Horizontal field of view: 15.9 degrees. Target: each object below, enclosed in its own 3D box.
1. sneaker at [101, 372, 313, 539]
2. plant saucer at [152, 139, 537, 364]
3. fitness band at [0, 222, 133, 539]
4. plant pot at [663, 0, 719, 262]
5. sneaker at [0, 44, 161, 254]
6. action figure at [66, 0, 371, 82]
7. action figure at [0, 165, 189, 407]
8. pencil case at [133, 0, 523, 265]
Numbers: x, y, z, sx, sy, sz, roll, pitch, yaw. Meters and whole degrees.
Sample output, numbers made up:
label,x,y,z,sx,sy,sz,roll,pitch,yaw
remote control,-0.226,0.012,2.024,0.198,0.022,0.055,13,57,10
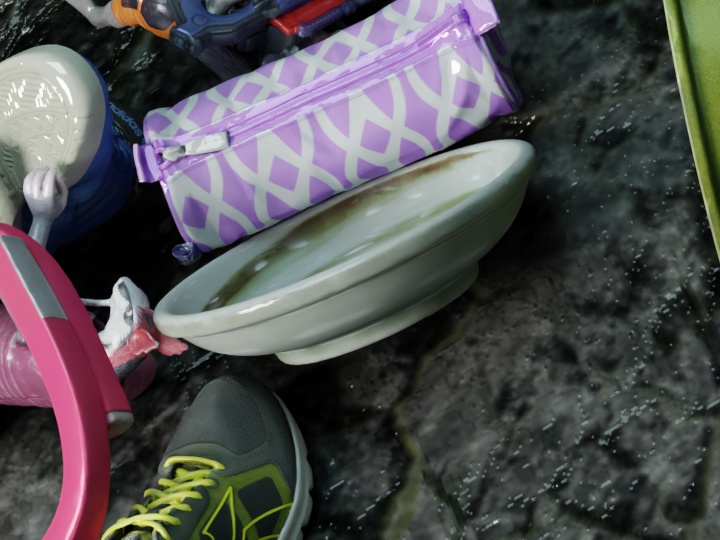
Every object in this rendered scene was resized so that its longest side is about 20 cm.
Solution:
label,x,y,z,sx,sy,sz,roll,pitch,yaw
sneaker,-0.079,0.128,1.198,0.074,0.085,0.200,-8,54,29
plant saucer,0.000,0.000,1.235,0.200,0.050,0.200,-24,11,5
fitness band,-0.182,0.067,1.233,0.144,0.037,0.200,-42,61,27
plant pot,0.239,-0.088,1.088,0.193,0.200,0.201,-11,50,13
sneaker,-0.147,-0.071,1.353,0.111,0.200,0.077,-33,76,-33
action figure,-0.042,-0.148,1.418,0.200,0.105,0.193,-25,42,-28
action figure,-0.176,0.042,1.301,0.200,0.134,0.149,1,56,41
pencil case,-0.017,-0.081,1.300,0.200,0.086,0.084,-25,63,6
